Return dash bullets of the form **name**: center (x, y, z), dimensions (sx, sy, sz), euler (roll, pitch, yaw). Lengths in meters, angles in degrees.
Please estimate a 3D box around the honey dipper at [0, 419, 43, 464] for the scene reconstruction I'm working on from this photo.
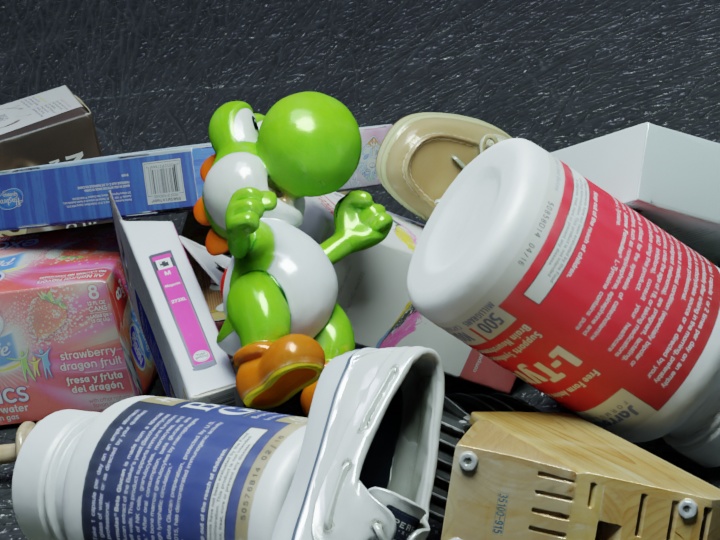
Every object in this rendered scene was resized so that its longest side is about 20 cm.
- **honey dipper**: center (-0.256, 0.120, 1.772), dimensions (0.199, 0.038, 0.038), euler (-9, 23, 16)

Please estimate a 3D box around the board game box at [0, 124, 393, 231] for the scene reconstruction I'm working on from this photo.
- **board game box**: center (-0.113, -0.060, 1.874), dimensions (0.199, 0.044, 0.199), euler (-4, 5, 40)

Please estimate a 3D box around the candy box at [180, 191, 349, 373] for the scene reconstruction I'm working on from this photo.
- **candy box**: center (-0.066, 0.011, 1.890), dimensions (0.115, 0.056, 0.200), euler (-9, 24, 8)

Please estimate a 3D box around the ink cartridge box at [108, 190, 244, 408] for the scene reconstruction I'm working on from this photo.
- **ink cartridge box**: center (-0.108, 0.042, 1.716), dimensions (0.037, 0.095, 0.200), euler (-17, 43, -11)

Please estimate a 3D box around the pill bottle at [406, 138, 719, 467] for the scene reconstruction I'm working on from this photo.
- **pill bottle**: center (0.134, 0.023, 1.569), dimensions (0.112, 0.200, 0.112), euler (-49, 20, 25)

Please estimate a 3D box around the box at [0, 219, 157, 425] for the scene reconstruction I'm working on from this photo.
- **box**: center (-0.236, 0.039, 1.865), dimensions (0.199, 0.095, 0.103), euler (-7, 23, 14)

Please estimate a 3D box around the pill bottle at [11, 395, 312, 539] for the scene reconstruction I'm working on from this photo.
- **pill bottle**: center (-0.092, 0.127, 1.566), dimensions (0.199, 0.112, 0.111), euler (6, 29, 37)

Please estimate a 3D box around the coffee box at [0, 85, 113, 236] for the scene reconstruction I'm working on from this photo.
- **coffee box**: center (-0.283, -0.045, 2.062), dimensions (0.199, 0.114, 0.080), euler (-19, 24, -13)

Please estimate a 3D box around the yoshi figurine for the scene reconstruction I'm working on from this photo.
- **yoshi figurine**: center (-0.033, -0.022, 1.603), dimensions (0.111, 0.113, 0.201), euler (-10, 59, -9)

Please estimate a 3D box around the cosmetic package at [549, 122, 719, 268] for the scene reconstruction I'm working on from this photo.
- **cosmetic package**: center (0.179, -0.032, 1.682), dimensions (0.150, 0.052, 0.200), euler (12, -11, -23)

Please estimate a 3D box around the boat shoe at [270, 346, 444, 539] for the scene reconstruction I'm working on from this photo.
- **boat shoe**: center (0.001, 0.128, 1.455), dimensions (0.065, 0.073, 0.201), euler (-14, 59, 42)

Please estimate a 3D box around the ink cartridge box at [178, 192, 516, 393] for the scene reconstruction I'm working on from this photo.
- **ink cartridge box**: center (0.000, 0.000, 1.734), dimensions (0.199, 0.068, 0.116), euler (19, 11, -26)

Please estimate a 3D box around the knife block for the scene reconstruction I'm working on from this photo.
- **knife block**: center (0.109, 0.114, 1.538), dimensions (0.199, 0.064, 0.176), euler (11, 12, 12)

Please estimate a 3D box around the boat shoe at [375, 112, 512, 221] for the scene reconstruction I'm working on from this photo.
- **boat shoe**: center (0.101, -0.041, 1.786), dimensions (0.199, 0.074, 0.063), euler (22, 7, -28)

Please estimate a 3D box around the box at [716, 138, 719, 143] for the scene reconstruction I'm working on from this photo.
- **box**: center (0.342, -0.049, 1.751), dimensions (0.148, 0.105, 0.200), euler (-30, 28, -34)
